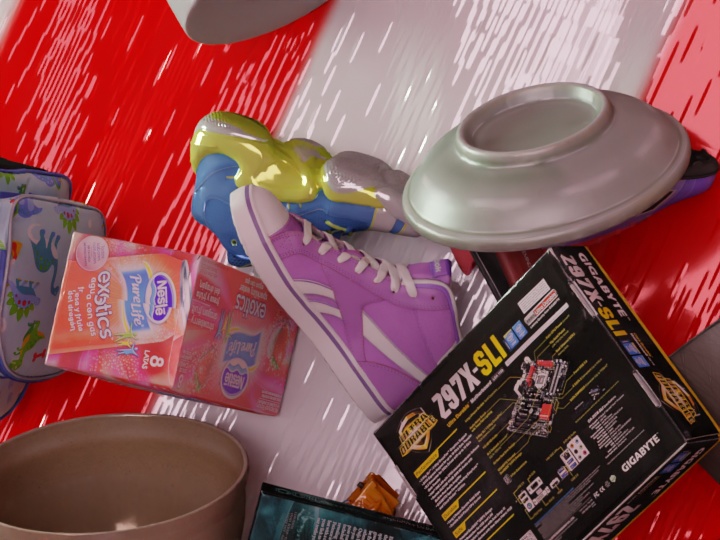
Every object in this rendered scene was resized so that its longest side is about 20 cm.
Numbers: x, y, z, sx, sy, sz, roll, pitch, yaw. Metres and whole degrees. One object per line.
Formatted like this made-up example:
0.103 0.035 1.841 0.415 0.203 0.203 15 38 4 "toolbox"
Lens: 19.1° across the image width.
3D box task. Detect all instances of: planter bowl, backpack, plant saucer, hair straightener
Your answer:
-0.175 0.202 1.527 0.200 0.200 0.135 5 112 20 "planter bowl"
-0.287 0.017 1.580 0.147 0.183 0.200 15 93 21 "backpack"
0.121 -0.082 1.448 0.200 0.200 0.050 -7 118 18 "plant saucer"
0.125 0.047 1.489 0.041 0.077 0.200 -34 99 -25 "hair straightener"

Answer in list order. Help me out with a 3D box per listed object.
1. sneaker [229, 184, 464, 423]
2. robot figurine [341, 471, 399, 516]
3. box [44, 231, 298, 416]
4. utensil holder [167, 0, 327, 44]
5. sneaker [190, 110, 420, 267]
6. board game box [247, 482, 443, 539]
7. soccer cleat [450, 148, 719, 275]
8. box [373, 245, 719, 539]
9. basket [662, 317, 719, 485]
0.000 0.000 1.511 0.114 0.073 0.201 -34 110 12 "sneaker"
-0.019 0.249 1.509 0.145 0.058 0.200 41 97 -3 "robot figurine"
-0.127 0.041 1.510 0.102 0.200 0.095 10 84 19 "box"
-0.103 -0.289 1.565 0.170 0.170 0.200 -30 76 13 "utensil holder"
-0.040 -0.041 1.569 0.200 0.076 0.105 23 107 23 "sneaker"
-0.028 0.257 1.466 0.135 0.028 0.200 15 99 -3 "board game box"
0.155 -0.044 1.503 0.200 0.068 0.073 -7 103 15 "soccer cleat"
0.118 0.108 1.399 0.200 0.049 0.160 -49 61 30 "box"
0.306 0.110 1.389 0.180 0.136 0.200 -36 77 3 "basket"
